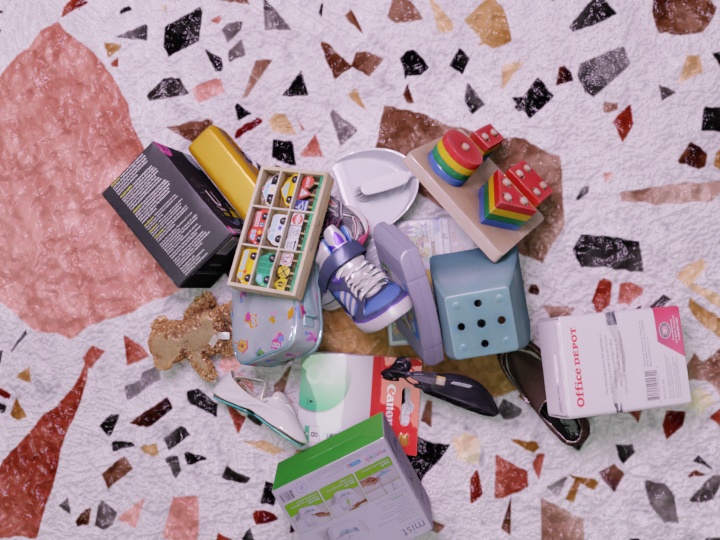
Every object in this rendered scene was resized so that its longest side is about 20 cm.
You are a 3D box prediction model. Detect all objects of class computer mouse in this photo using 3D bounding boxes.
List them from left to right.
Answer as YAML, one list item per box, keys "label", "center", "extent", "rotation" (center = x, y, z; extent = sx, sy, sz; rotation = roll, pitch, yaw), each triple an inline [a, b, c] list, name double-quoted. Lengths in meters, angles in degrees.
- label: "computer mouse"
  center: [0.132, 0.171, 1.266]
  extent: [0.197, 0.141, 0.047]
  rotation: [20, 76, 1]

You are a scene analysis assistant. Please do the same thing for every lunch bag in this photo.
- label: "lunch bag"
  center: [-0.129, 0.052, 1.297]
  extent: [0.159, 0.077, 0.203]
  rotation: [-21, 64, 35]

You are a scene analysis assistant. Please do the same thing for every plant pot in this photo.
- label: "plant pot"
  center: [0.176, 0.055, 1.199]
  extent: [0.139, 0.200, 0.144]
  rotation: [-10, 100, 10]

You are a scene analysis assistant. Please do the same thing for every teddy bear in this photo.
- label: "teddy bear"
  center: [-0.256, 0.108, 1.381]
  extent: [0.198, 0.067, 0.146]
  rotation: [-32, 90, 1]

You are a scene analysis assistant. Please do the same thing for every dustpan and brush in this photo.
- label: "dustpan and brush"
  center: [0.065, -0.149, 1.323]
  extent: [0.197, 0.057, 0.142]
  rotation: [-18, 80, -7]

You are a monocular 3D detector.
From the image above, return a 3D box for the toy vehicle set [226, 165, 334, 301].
- label: "toy vehicle set"
  center: [-0.122, -0.060, 1.261]
  extent: [0.122, 0.027, 0.203]
  rotation: [7, 73, 25]

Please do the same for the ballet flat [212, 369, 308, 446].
- label: "ballet flat"
  center: [-0.158, 0.217, 1.338]
  extent: [0.198, 0.069, 0.070]
  rotation: [22, 93, 29]

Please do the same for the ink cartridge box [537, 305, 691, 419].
- label: "ink cartridge box"
  center: [0.375, 0.136, 1.220]
  extent: [0.197, 0.084, 0.147]
  rotation: [-5, 84, -11]

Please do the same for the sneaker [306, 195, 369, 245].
- label: "sneaker"
  center: [-0.068, -0.089, 1.309]
  extent: [0.199, 0.074, 0.081]
  rotation: [35, 98, 31]

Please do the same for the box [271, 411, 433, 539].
- label: "box"
  center: [-0.010, 0.355, 1.287]
  extent: [0.198, 0.097, 0.178]
  rotation: [-28, 104, 8]

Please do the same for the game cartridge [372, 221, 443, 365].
- label: "game cartridge"
  center: [0.073, 0.038, 1.224]
  extent: [0.040, 0.133, 0.202]
  rotation: [-23, 119, -14]

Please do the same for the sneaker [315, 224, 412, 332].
- label: "sneaker"
  center: [-0.010, 0.004, 1.187]
  extent: [0.080, 0.200, 0.148]
  rotation: [-34, 102, -14]

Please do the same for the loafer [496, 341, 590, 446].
- label: "loafer"
  center: [0.290, 0.187, 1.275]
  extent: [0.073, 0.071, 0.201]
  rotation: [-41, 83, 6]

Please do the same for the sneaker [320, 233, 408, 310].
- label: "sneaker"
  center: [0.000, 0.000, 1.328]
  extent: [0.198, 0.071, 0.074]
  rotation: [-27, 65, 16]

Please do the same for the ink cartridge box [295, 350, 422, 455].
- label: "ink cartridge box"
  center: [-0.003, 0.219, 1.338]
  extent: [0.196, 0.050, 0.164]
  rotation: [4, 90, 12]

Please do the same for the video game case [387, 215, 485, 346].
- label: "video game case"
  center: [0.127, 0.015, 1.332]
  extent: [0.179, 0.022, 0.204]
  rotation: [-5, 89, 10]

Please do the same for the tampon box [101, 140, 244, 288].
- label: "tampon box"
  center: [-0.290, -0.088, 1.340]
  extent: [0.126, 0.150, 0.201]
  rotation: [-42, 83, 7]

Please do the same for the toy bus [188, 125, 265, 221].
- label: "toy bus"
  center: [-0.195, -0.143, 1.361]
  extent: [0.065, 0.078, 0.201]
  rotation: [-40, 83, 7]

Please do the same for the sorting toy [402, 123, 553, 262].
- label: "sorting toy"
  center: [0.190, -0.136, 1.229]
  extent: [0.200, 0.198, 0.070]
  rotation: [48, 125, 7]
